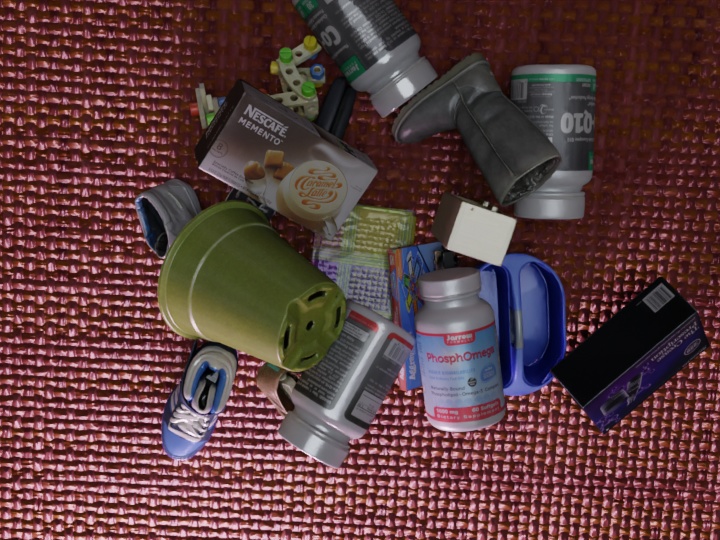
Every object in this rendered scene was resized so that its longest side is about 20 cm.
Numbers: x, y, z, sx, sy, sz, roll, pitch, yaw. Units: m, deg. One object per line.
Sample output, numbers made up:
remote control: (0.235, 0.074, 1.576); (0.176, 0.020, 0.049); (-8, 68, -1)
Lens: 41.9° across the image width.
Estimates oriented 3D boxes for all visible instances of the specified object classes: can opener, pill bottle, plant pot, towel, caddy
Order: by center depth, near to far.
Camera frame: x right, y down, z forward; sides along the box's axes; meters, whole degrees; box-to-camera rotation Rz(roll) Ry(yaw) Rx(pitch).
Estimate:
plant pot: (-0.125, 0.036, 1.210); (0.190, 0.200, 0.201); (28, 99, 35)
pill bottle: (-0.021, 0.150, 1.247); (0.114, 0.114, 0.201); (31, 84, -6)
pill bottle: (0.129, 0.102, 1.247); (0.108, 0.109, 0.201); (-9, 100, 0)
pill bottle: (0.009, -0.314, 1.258); (0.113, 0.113, 0.200); (-37, 97, 4)
pill bottle: (0.259, -0.174, 1.278); (0.112, 0.113, 0.201); (0, 99, -2)
can opener: (-0.053, -0.171, 1.295); (0.078, 0.063, 0.201); (20, 92, 25)
caddy: (0.215, 0.073, 1.322); (0.141, 0.105, 0.201); (-4, 99, 0)
towel: (0.000, 0.000, 1.327); (0.143, 0.023, 0.201); (7, 86, -7)

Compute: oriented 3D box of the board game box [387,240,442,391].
board game box: (0.090, 0.062, 1.335); (0.103, 0.019, 0.201); (-11, 100, -38)

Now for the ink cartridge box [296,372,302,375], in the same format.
ink cartridge box: (-0.050, 0.101, 1.355); (0.199, 0.042, 0.120); (28, 97, -7)

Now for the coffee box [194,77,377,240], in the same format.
coffee box: (-0.095, -0.140, 1.192); (0.199, 0.080, 0.115); (29, 105, -24)

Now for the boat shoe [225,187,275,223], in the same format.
boat shoe: (-0.147, -0.104, 1.309); (0.072, 0.063, 0.201); (27, 97, -5)

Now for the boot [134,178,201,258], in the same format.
boot: (-0.245, -0.024, 1.293); (0.073, 0.096, 0.201); (-24, 94, 31)

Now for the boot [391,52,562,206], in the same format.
boot: (0.149, -0.166, 1.245); (0.182, 0.072, 0.201); (-40, 68, 28)

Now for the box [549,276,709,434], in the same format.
box: (0.379, 0.122, 1.313); (0.200, 0.141, 0.079); (-41, 57, 5)

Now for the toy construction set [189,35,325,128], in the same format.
toy construction set: (-0.137, -0.231, 1.261); (0.199, 0.092, 0.132); (-16, 69, 7)

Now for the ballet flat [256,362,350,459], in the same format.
ballet flat: (-0.069, 0.206, 1.332); (0.068, 0.072, 0.200); (-43, 110, -24)

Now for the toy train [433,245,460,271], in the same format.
toy train: (0.124, 0.062, 1.320); (0.034, 0.046, 0.201); (-6, 100, -11)

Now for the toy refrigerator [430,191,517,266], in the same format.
toy refrigerator: (0.148, -0.062, 1.254); (0.076, 0.200, 0.070); (18, 97, -3)

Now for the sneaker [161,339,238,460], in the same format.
sneaker: (-0.232, 0.191, 1.307); (0.080, 0.146, 0.201); (26, 96, -5)
